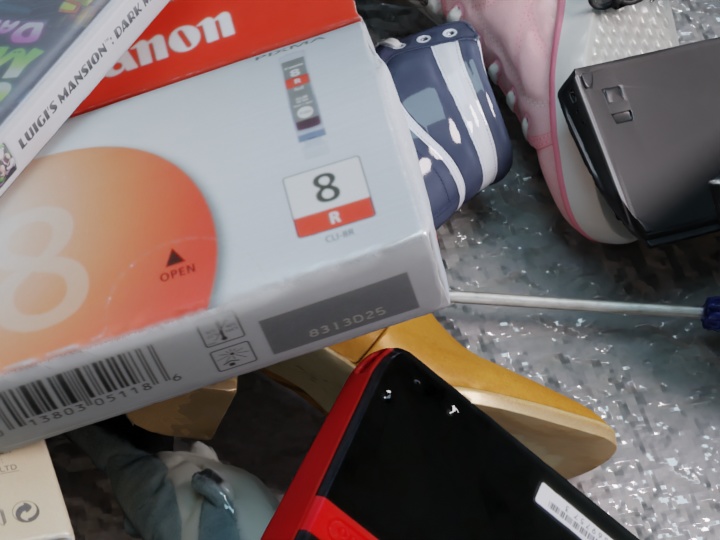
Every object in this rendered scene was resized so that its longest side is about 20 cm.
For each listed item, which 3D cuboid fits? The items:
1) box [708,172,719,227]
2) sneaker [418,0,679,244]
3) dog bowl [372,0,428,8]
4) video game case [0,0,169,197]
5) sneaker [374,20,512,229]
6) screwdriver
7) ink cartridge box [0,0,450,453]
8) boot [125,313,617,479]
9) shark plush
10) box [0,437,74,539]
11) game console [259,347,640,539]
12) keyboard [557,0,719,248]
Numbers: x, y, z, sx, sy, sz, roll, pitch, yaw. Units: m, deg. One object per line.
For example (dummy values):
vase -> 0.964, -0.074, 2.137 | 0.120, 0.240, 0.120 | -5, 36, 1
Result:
box -> 0.249, -0.040, 0.871 | 0.141, 0.079, 0.200 | -1, 24, 43
sneaker -> 0.076, -0.098, 0.983 | 0.075, 0.105, 0.201 | 15, 65, -46
dog bowl -> -0.059, -0.170, 0.948 | 0.200, 0.074, 0.200 | 15, 4, -1
video game case -> -0.183, -0.070, 0.811 | 0.200, 0.023, 0.182 | 9, 47, 32
sneaker -> -0.022, -0.087, 0.956 | 0.108, 0.070, 0.200 | -32, 64, -23
screwdriver -> 0.119, 0.017, 0.901 | 0.200, 0.028, 0.029 | 2, 19, -6
ink cartridge box -> -0.070, -0.052, 0.777 | 0.162, 0.050, 0.200 | -18, 57, 3
boot -> -0.001, 0.000, 0.843 | 0.201, 0.071, 0.144 | 11, 54, -22
shark plush -> -0.064, 0.106, 0.788 | 0.083, 0.091, 0.200 | -41, 63, 2
box -> -0.161, 0.049, 0.809 | 0.078, 0.095, 0.200 | -11, 51, -15
game console -> 0.048, 0.142, 0.727 | 0.200, 0.031, 0.177 | 40, 45, -12
keyboard -> 0.161, -0.084, 0.950 | 0.200, 0.021, 0.127 | -14, 80, -35
